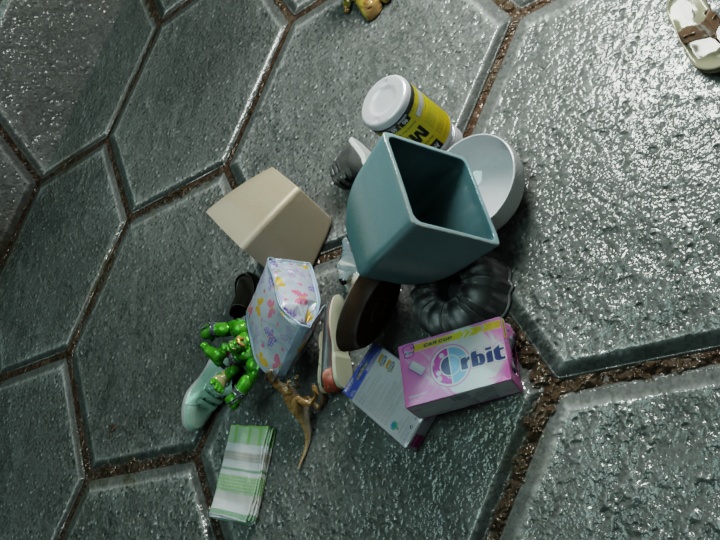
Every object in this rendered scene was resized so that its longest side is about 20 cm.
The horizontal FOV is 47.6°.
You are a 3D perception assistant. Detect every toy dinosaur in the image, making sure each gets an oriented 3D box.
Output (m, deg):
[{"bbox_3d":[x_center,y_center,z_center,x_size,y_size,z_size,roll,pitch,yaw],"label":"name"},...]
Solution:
[{"bbox_3d":[-0.119,0.276,1.626,0.106,0.060,0.201,-29,88,12],"label":"toy dinosaur"}]

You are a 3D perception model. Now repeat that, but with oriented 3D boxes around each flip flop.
[{"bbox_3d":[0.545,-0.392,1.309,0.081,0.057,0.201,-35,49,27],"label":"flip flop"}]

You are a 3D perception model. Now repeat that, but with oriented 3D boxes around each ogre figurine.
[{"bbox_3d":[-0.268,0.181,1.743,0.120,0.098,0.200,-34,42,13],"label":"ogre figurine"}]

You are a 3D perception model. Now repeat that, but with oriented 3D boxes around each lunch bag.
[{"bbox_3d":[-0.152,0.103,1.677,0.200,0.126,0.170,-108,35,-47],"label":"lunch bag"}]

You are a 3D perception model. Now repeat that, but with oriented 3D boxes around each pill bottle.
[{"bbox_3d":[0.106,-0.282,1.586,0.114,0.200,0.115,-23,55,36],"label":"pill bottle"}]

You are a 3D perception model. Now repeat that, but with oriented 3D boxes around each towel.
[{"bbox_3d":[-0.252,0.424,1.712,0.149,0.031,0.201,-7,65,42],"label":"towel"}]

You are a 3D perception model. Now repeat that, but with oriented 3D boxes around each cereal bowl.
[{"bbox_3d":[0.218,-0.144,1.491,0.199,0.083,0.201,-21,57,37],"label":"cereal bowl"}]

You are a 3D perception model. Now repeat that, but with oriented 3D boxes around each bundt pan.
[{"bbox_3d":[0.170,0.035,1.456,0.201,0.076,0.203,-21,57,36],"label":"bundt pan"}]

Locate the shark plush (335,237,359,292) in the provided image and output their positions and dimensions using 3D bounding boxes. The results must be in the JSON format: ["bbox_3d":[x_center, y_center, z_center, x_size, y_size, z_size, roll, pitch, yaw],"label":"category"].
[{"bbox_3d":[0.000,0.000,1.679,0.083,0.091,0.200,-33,25,4],"label":"shark plush"}]

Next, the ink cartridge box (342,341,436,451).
[{"bbox_3d":[0.061,0.226,1.493,0.200,0.042,0.120,33,93,45],"label":"ink cartridge box"}]

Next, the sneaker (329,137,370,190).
[{"bbox_3d":[-0.004,-0.201,1.757,0.099,0.071,0.200,-51,37,16],"label":"sneaker"}]

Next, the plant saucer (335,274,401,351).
[{"bbox_3d":[0.023,0.066,1.516,0.034,0.200,0.201,26,89,23],"label":"plant saucer"}]

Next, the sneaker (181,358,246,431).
[{"bbox_3d":[-0.327,0.280,1.823,0.118,0.074,0.201,19,81,54],"label":"sneaker"}]

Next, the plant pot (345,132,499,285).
[{"bbox_3d":[0.080,-0.080,1.404,0.200,0.195,0.197,-45,48,38],"label":"plant pot"}]

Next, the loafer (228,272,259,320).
[{"bbox_3d":[-0.262,0.081,1.865,0.073,0.071,0.201,-36,48,26],"label":"loafer"}]

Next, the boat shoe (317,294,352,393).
[{"bbox_3d":[-0.055,0.146,1.631,0.062,0.071,0.201,-23,60,39],"label":"boat shoe"}]

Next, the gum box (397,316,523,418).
[{"bbox_3d":[0.170,0.163,1.367,0.199,0.066,0.114,-19,57,21],"label":"gum box"}]

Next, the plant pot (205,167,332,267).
[{"bbox_3d":[-0.185,-0.106,1.806,0.177,0.200,0.200,-48,43,0],"label":"plant pot"}]

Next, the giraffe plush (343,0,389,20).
[{"bbox_3d":[-0.020,-0.722,1.963,0.200,0.162,0.173,23,87,48],"label":"giraffe plush"}]
